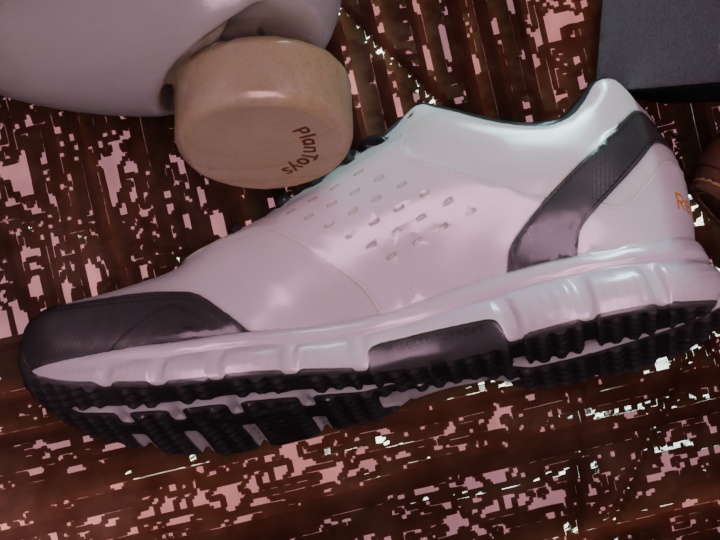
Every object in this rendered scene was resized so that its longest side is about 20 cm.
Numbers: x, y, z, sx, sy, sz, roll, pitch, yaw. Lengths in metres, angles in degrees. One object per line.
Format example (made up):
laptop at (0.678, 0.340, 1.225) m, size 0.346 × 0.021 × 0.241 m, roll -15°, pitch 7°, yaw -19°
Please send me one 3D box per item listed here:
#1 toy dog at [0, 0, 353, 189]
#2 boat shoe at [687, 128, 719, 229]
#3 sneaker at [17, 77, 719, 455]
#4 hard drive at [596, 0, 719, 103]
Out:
toy dog at (-0.087, -0.078, 0.759) m, size 0.199 × 0.096 × 0.132 m, roll -20°, pitch 57°, yaw -7°
boat shoe at (0.162, 0.042, 0.790) m, size 0.068 × 0.072 × 0.200 m, roll -44°, pitch 94°, yaw -4°
sneaker at (0.000, 0.000, 0.792) m, size 0.199 × 0.074 × 0.080 m, roll -11°, pitch 73°, yaw -2°
hard drive at (0.112, -0.147, 0.755) m, size 0.033 × 0.140 × 0.201 m, roll 5°, pitch 90°, yaw -20°
